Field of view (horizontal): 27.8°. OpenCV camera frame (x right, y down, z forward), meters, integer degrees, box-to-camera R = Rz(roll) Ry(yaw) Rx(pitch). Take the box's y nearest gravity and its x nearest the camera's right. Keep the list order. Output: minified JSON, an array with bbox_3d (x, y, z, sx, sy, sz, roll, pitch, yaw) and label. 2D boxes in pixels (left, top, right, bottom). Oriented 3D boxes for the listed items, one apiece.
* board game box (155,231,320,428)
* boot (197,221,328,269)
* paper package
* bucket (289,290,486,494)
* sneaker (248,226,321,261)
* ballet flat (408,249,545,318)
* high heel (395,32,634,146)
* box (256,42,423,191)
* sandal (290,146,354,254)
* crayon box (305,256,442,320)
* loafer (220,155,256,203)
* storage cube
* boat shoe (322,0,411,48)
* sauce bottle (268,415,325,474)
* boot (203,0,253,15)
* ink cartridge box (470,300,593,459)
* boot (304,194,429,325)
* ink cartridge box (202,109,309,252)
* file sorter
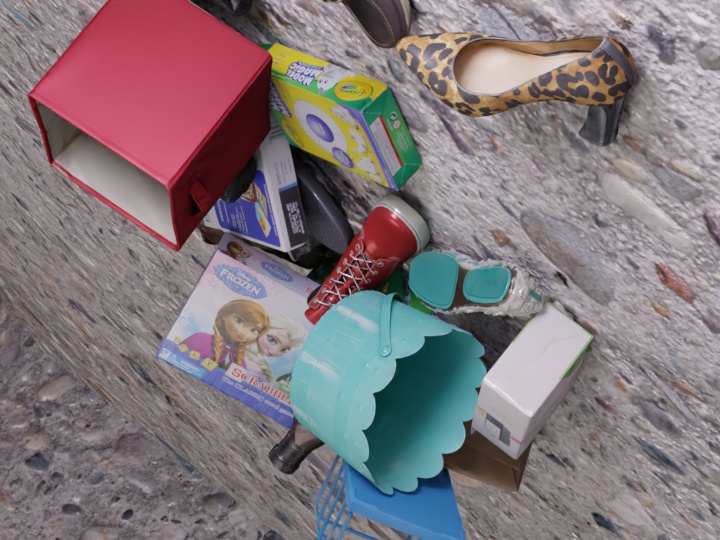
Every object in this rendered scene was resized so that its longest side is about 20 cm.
[{"bbox_3d":[-0.125,0.078,1.794,0.199,0.041,0.200,28,126,-7],"label":"board game box"},{"bbox_3d":[-0.119,-0.043,1.925,0.199,0.065,0.186,17,-179,18],"label":"boot"},{"bbox_3d":[0.092,0.187,1.821,0.190,0.104,0.199,29,169,-36],"label":"paper package"},{"bbox_3d":[0.029,0.128,1.611,0.134,0.207,0.208,30,157,35],"label":"bucket"},{"bbox_3d":[-0.115,-0.072,1.799,0.200,0.090,0.067,27,156,41],"label":"sneaker"},{"bbox_3d":[0.126,0.022,1.557,0.072,0.072,0.200,52,161,-25],"label":"ballet flat"},{"bbox_3d":[0.117,-0.170,1.128,0.199,0.072,0.143,22,163,12],"label":"high heel"},{"bbox_3d":[-0.035,-0.164,1.507,0.199,0.048,0.118,29,156,42],"label":"box"},{"bbox_3d":[-0.065,-0.110,1.700,0.201,0.043,0.076,54,157,4],"label":"sandal"},{"bbox_3d":[0.015,0.048,1.843,0.119,0.058,0.200,51,160,-22],"label":"crayon box"},{"bbox_3d":[-0.186,-0.164,1.630,0.201,0.068,0.071,57,144,18],"label":"loafer"},{"bbox_3d":[-0.207,-0.161,1.492,0.199,0.180,0.171,32,160,9],"label":"storage cube"},{"bbox_3d":[-0.030,-0.264,1.239,0.074,0.073,0.200,13,145,56],"label":"boat shoe"},{"bbox_3d":[-0.037,0.169,1.779,0.066,0.200,0.066,33,-158,-15],"label":"sauce bottle"},{"bbox_3d":[-0.175,-0.296,1.498,0.199,0.066,0.165,19,152,42],"label":"boot"},{"bbox_3d":[0.182,0.128,1.579,0.067,0.117,0.200,36,162,14],"label":"ink cartridge box"},{"bbox_3d":[0.000,0.000,1.637,0.072,0.144,0.200,43,160,5],"label":"boot"},{"bbox_3d":[-0.144,-0.134,1.698,0.200,0.047,0.199,20,128,55],"label":"ink cartridge box"},{"bbox_3d":[0.025,0.293,1.654,0.138,0.123,0.200,22,-166,-9],"label":"file sorter"}]
